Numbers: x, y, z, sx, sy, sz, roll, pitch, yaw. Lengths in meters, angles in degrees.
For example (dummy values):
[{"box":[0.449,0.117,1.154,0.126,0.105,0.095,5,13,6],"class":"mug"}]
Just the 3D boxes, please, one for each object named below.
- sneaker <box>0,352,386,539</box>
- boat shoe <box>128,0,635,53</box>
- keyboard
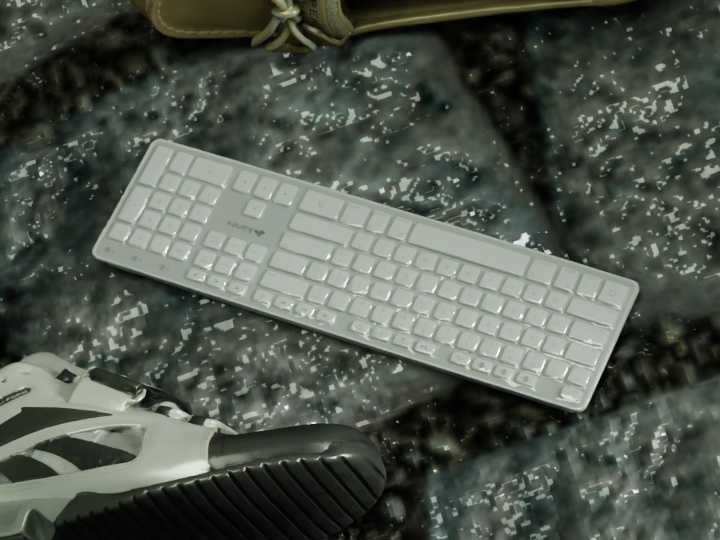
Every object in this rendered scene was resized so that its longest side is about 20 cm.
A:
[{"box":[-0.090,0.062,1.024,0.200,0.074,0.089,-10,59,13],"class":"sneaker"},{"box":[0.010,-0.114,1.091,0.201,0.073,0.063,-8,58,1],"class":"boat shoe"},{"box":[0.000,0.000,1.070,0.200,0.011,0.056,17,70,20],"class":"keyboard"}]
